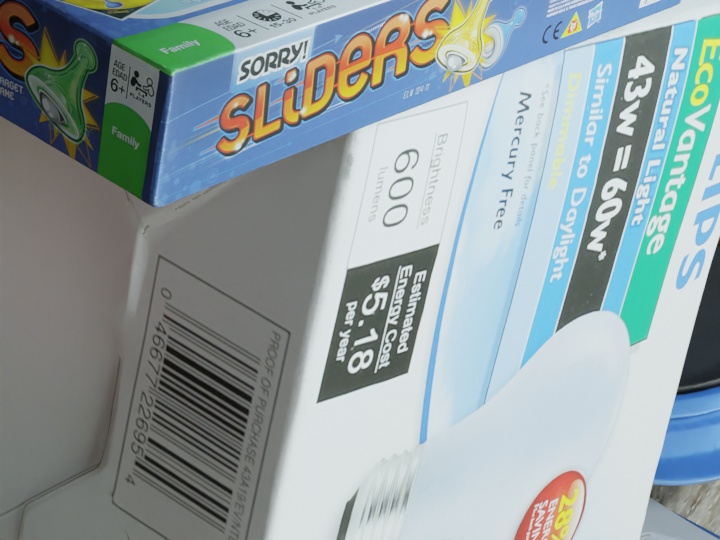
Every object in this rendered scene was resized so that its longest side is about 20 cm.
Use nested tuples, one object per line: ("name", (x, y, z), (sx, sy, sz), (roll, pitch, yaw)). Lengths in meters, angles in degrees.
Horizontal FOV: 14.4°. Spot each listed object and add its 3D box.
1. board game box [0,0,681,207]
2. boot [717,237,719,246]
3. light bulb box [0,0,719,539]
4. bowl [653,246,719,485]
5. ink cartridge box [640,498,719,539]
("board game box", (-0.027, -0.083, 0.694), (0.200, 0.135, 0.035), (-25, 134, -46))
("boot", (0.158, -0.079, 0.903), (0.189, 0.200, 0.068), (-57, 149, -7))
("light bulb box", (0.000, 0.000, 0.810), (0.200, 0.125, 0.199), (-18, 129, -48))
("bowl", (0.159, 0.001, 1.053), (0.200, 0.039, 0.201), (-20, 146, -14))
("ink cartridge box", (0.067, 0.195, 1.116), (0.136, 0.076, 0.201), (-9, 123, -53))
